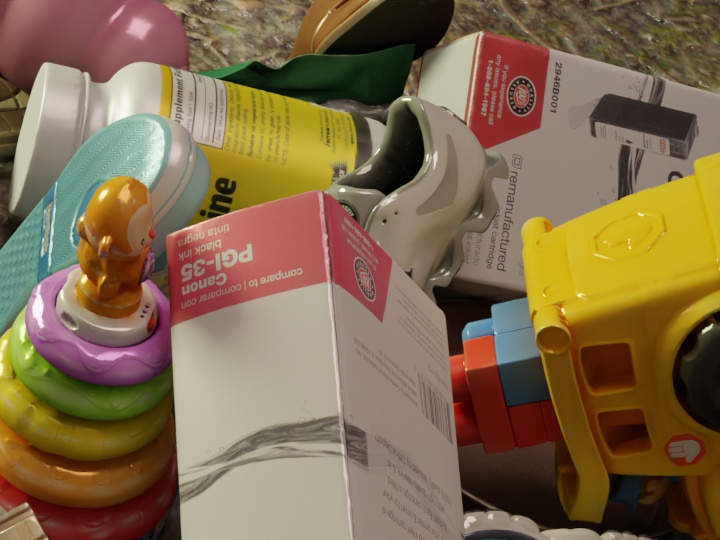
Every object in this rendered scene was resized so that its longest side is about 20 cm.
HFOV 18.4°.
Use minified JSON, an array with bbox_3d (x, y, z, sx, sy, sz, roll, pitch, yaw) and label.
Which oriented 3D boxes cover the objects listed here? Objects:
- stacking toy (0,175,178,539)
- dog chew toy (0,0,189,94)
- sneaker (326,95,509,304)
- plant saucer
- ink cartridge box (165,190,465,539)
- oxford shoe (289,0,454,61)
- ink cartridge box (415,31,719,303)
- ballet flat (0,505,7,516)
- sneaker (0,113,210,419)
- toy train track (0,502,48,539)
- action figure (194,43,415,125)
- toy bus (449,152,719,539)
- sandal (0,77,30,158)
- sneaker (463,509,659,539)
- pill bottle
[{"bbox_3d":[-0.119,0.037,0.988,0.109,0.201,0.116,23,39,4],"label":"stacking toy"},{"bbox_3d":[-0.188,-0.162,1.347,0.199,0.125,0.125,36,32,5],"label":"dog chew toy"},{"bbox_3d":[0.000,0.000,1.158,0.074,0.201,0.088,7,-25,43],"label":"sneaker"},{"bbox_3d":[0.092,0.089,1.213,0.198,0.035,0.201,16,31,-10],"label":"plant saucer"},{"bbox_3d":[-0.015,0.090,0.956,0.147,0.082,0.202,46,35,-57],"label":"ink cartridge box"},{"bbox_3d":[-0.003,-0.154,1.369,0.071,0.200,0.072,0,76,-24],"label":"oxford shoe"},{"bbox_3d":[0.131,-0.044,1.315,0.198,0.146,0.084,12,-9,-24],"label":"ink cartridge box"},{"bbox_3d":[-0.164,0.134,0.953,0.200,0.075,0.074,44,36,21],"label":"ballet flat"},{"bbox_3d":[-0.095,0.004,1.078,0.130,0.200,0.080,22,53,-25],"label":"sneaker"},{"bbox_3d":[-0.159,0.165,0.880,0.201,0.114,0.033,56,1,22],"label":"toy train track"},{"bbox_3d":[-0.068,-0.080,1.318,0.198,0.119,0.055,0,28,-16],"label":"action figure"},{"bbox_3d":[0.139,0.064,1.122,0.190,0.201,0.136,-15,32,7],"label":"toy bus"},{"bbox_3d":[-0.250,-0.079,1.243,0.080,0.054,0.199,47,23,26],"label":"sandal"},{"bbox_3d":[0.080,0.165,1.055,0.198,0.078,0.080,5,47,-23],"label":"sneaker"},{"bbox_3d":[-0.089,-0.050,1.235,0.198,0.113,0.113,13,32,-15],"label":"pill bottle"}]
